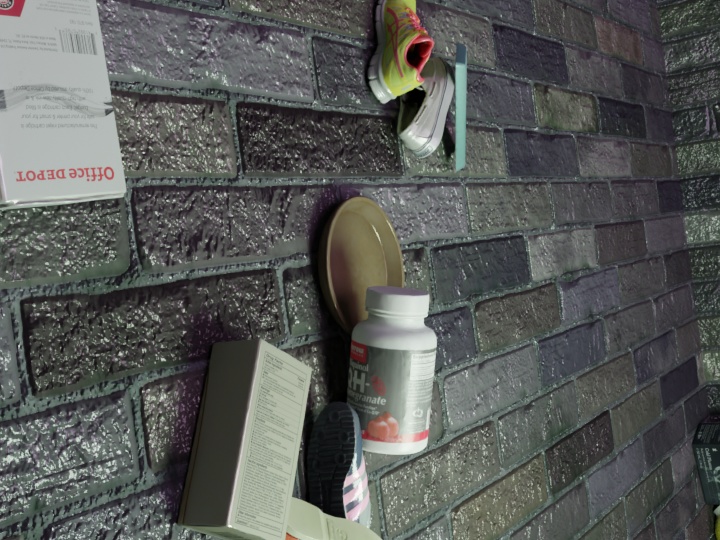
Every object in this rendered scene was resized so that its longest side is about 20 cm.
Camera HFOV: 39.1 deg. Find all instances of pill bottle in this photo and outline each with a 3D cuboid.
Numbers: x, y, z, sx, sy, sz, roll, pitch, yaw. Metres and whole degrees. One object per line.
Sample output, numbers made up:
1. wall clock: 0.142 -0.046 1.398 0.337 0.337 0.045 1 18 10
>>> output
1. pill bottle: 0.040 0.125 1.300 0.110 0.110 0.202 -4 101 -58

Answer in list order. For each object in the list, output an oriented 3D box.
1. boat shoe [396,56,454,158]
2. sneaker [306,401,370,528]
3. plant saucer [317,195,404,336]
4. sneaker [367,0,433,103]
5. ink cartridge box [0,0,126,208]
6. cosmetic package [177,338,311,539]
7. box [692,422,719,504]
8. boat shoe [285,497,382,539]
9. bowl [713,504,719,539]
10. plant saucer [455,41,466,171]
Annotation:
1. boat shoe: 0.091 -0.261 1.542 0.066 0.072 0.201 37 51 -31
2. sneaker: -0.021 0.263 1.261 0.082 0.070 0.202 9 83 -62
3. plant saucer: 0.000 0.000 1.376 0.200 0.029 0.202 19 67 -56
4. sneaker: 0.071 -0.341 1.501 0.078 0.090 0.201 34 55 -49
5. ink cartridge box: -0.294 -0.153 0.880 0.145 0.083 0.202 -13 96 -58
6. cosmetic package: -0.122 0.186 1.100 0.103 0.073 0.201 38 53 -48
7. box: 1.037 0.529 2.783 0.124 0.196 0.201 -43 119 -53
8. boat shoe: -0.037 0.324 1.166 0.200 0.063 0.071 33 26 -28
9. bowl: 1.061 0.691 2.853 0.108 0.201 0.200 45 23 23
10. plant saucer: 0.160 -0.258 1.613 0.070 0.019 0.201 -81 171 -49
